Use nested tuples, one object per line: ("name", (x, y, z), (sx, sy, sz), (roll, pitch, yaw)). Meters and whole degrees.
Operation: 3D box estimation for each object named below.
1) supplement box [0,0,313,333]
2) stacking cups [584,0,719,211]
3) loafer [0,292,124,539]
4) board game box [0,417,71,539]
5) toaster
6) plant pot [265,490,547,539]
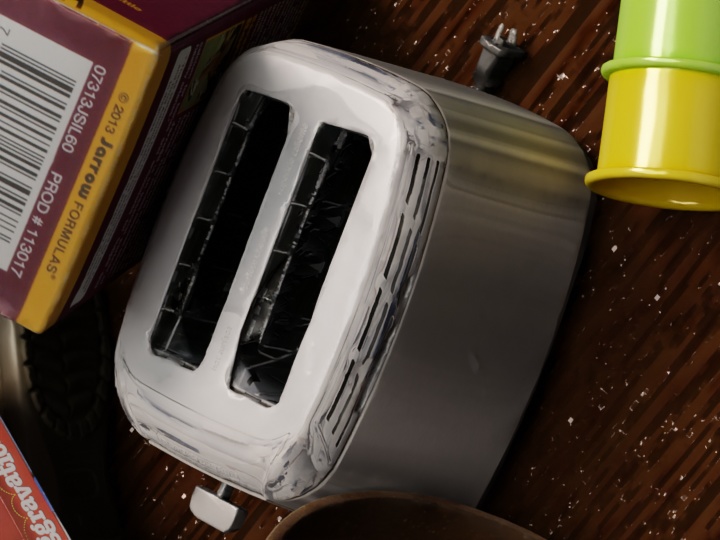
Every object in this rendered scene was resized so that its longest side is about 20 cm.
("supplement box", (-0.094, -0.067, 1.049), (0.086, 0.200, 0.110), (28, 110, 7))
("stacking cups", (0.119, -0.123, 1.044), (0.060, 0.060, 0.200), (1, 78, 32))
("loafer", (-0.138, 0.067, 1.154), (0.067, 0.076, 0.200), (-13, 76, 23))
("board game box", (-0.168, 0.122, 1.137), (0.103, 0.019, 0.200), (56, 141, 19))
("toaster", (0.000, 0.000, 1.049), (0.114, 0.129, 0.200), (25, 96, 31))
("plant pot", (0.006, 0.210, 0.999), (0.187, 0.187, 0.200), (46, 122, 28))
